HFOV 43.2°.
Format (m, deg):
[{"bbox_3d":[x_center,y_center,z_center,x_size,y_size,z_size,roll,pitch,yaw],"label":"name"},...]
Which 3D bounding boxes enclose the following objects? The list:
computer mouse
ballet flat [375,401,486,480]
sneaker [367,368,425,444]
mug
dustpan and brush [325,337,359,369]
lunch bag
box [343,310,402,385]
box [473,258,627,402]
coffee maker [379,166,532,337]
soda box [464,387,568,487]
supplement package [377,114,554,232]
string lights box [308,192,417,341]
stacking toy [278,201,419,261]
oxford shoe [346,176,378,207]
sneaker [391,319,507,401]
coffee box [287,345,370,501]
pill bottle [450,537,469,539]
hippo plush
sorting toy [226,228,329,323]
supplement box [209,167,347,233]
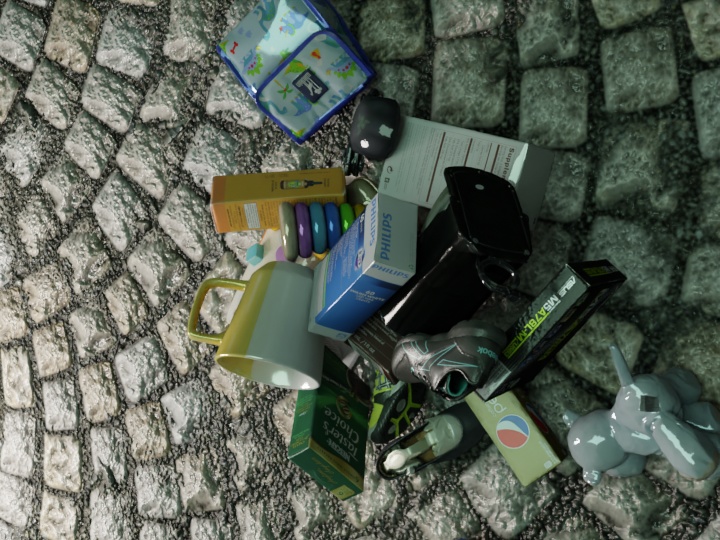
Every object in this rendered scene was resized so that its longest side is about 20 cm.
[{"bbox_3d":[0.007,-0.201,1.296,0.052,0.200,0.139,13,95,-13],"label":"computer mouse"},{"bbox_3d":[0.099,0.252,1.319,0.200,0.073,0.073,-33,75,26],"label":"ballet flat"},{"bbox_3d":[0.053,0.158,1.346,0.076,0.075,0.201,21,88,37],"label":"sneaker"},{"bbox_3d":[-0.126,0.066,1.262,0.149,0.186,0.154,-18,54,57],"label":"mug"},{"bbox_3d":[-0.097,0.093,1.433,0.200,0.057,0.140,40,110,23],"label":"dustpan and brush"},{"bbox_3d":[-0.094,-0.321,1.392,0.170,0.127,0.200,-39,86,23],"label":"lunch bag"},{"bbox_3d":[0.075,0.051,1.276,0.100,0.075,0.200,38,78,22],"label":"box"},{"bbox_3d":[0.239,0.073,1.161,0.048,0.193,0.200,47,111,21],"label":"box"},{"bbox_3d":[0.107,0.002,1.122,0.134,0.193,0.200,28,134,-8],"label":"coffee maker"},{"bbox_3d":[0.198,0.191,1.251,0.064,0.068,0.200,-39,75,15],"label":"soda box"},{"bbox_3d":[0.145,-0.134,1.253,0.199,0.117,0.118,18,98,28],"label":"supplement package"},{"bbox_3d":[0.000,0.000,1.160,0.200,0.059,0.103,-46,32,51],"label":"string lights box"},{"bbox_3d":[-0.015,-0.066,1.302,0.199,0.085,0.086,-7,87,-7],"label":"stacking toy"},{"bbox_3d":[0.017,-0.047,1.355,0.071,0.074,0.201,-25,78,31],"label":"oxford shoe"},{"bbox_3d":[0.095,0.117,1.110,0.200,0.075,0.080,-29,39,56],"label":"sneaker"},{"bbox_3d":[-0.040,0.217,1.311,0.044,0.201,0.123,-29,121,26],"label":"coffee box"},{"bbox_3d":[0.207,0.442,1.235,0.199,0.114,0.115,7,95,30],"label":"pill bottle"},{"bbox_3d":[0.341,0.212,1.119,0.161,0.199,0.160,-45,48,31],"label":"hippo plush"},{"bbox_3d":[-0.119,0.028,1.391,0.199,0.107,0.181,29,85,26],"label":"sorting toy"},{"bbox_3d":[-0.119,-0.105,1.348,0.199,0.069,0.067,-5,46,2],"label":"supplement box"}]
